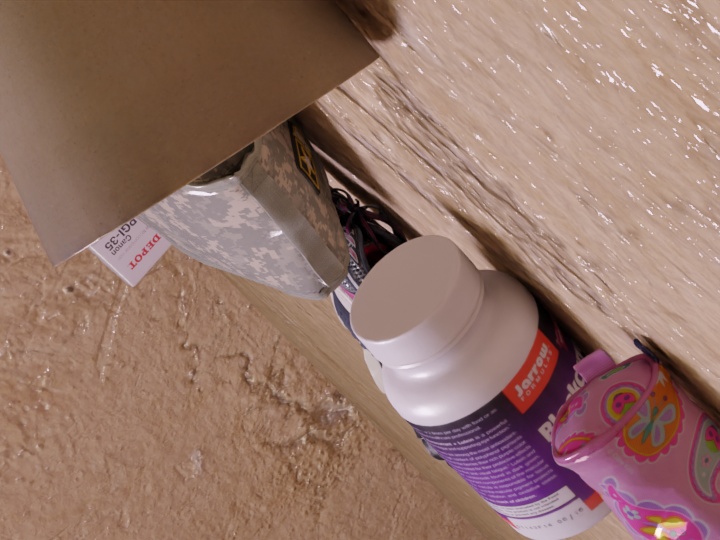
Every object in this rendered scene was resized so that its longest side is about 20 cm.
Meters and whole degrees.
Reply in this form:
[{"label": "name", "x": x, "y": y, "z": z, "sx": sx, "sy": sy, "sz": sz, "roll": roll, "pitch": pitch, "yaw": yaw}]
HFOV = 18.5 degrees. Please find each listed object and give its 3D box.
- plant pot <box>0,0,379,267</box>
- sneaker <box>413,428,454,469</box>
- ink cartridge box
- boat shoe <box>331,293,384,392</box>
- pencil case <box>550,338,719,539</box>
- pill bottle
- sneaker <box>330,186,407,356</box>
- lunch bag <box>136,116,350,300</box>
[{"label": "plant pot", "x": -0.121, "y": -0.136, "z": 1.052, "sx": 0.201, "sy": 0.187, "sz": 0.187, "roll": 57, "pitch": 173, "yaw": -6}, {"label": "sneaker", "x": 0.098, "y": 0.109, "z": 1.643, "sx": 0.071, "sy": 0.099, "sz": 0.200, "roll": 46, "pitch": 173, "yaw": -13}, {"label": "ink cartridge box", "x": -0.306, "y": -0.101, "z": 2.710, "sx": 0.200, "sy": 0.147, "sz": 0.083, "roll": 43, "pitch": 175, "yaw": -16}, {"label": "boat shoe", "x": 0.025, "y": 0.026, "z": 1.747, "sx": 0.067, "sy": 0.072, "sz": 0.200, "roll": -4, "pitch": 145, "yaw": 20}, {"label": "pencil case", "x": 0.191, "y": 0.131, "z": 1.233, "sx": 0.200, "sy": 0.087, "sz": 0.087, "roll": 44, "pitch": 174, "yaw": -17}, {"label": "pill bottle", "x": 0.083, "y": 0.071, "z": 1.382, "sx": 0.200, "sy": 0.112, "sz": 0.111, "roll": 46, "pitch": 174, "yaw": -33}, {"label": "sneaker", "x": -0.011, "y": -0.025, "z": 1.594, "sx": 0.200, "sy": 0.080, "sz": 0.075, "roll": 41, "pitch": 146, "yaw": 22}, {"label": "lunch bag", "x": -0.098, "y": -0.075, "z": 1.515, "sx": 0.200, "sy": 0.118, "sz": 0.164, "roll": 33, "pitch": 168, "yaw": 36}]
